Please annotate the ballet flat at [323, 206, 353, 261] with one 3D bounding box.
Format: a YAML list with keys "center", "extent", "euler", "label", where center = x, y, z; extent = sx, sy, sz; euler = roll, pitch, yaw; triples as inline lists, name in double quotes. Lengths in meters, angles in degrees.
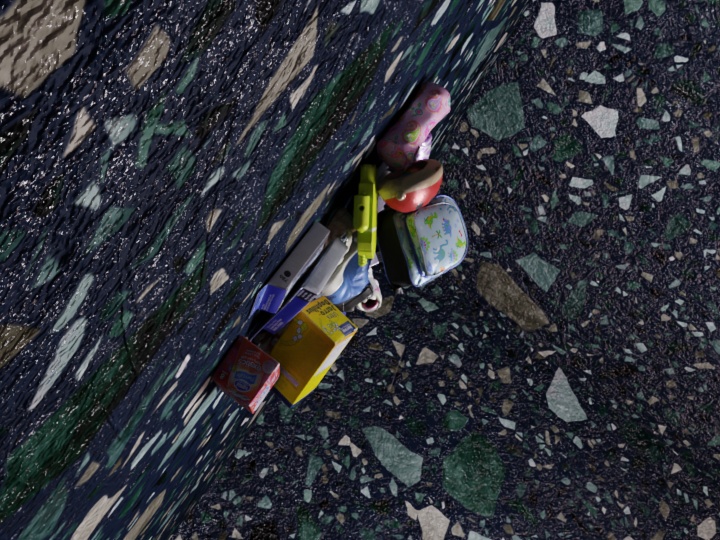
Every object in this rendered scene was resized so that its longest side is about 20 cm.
- center: [-0.061, -0.049, 1.650]
  extent: [0.068, 0.067, 0.201]
  euler: [-51, 174, -41]
  label: "ballet flat"

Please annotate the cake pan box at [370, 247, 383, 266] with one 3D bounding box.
- center: [0.017, -0.035, 1.868]
  extent: [0.182, 0.053, 0.199]
  euler: [-23, -177, -36]
  label: "cake pan box"

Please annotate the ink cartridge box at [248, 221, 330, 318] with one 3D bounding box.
- center: [-0.130, 0.007, 1.428]
  extent: [0.201, 0.039, 0.100]
  euler: [-53, 177, -33]
  label: "ink cartridge box"

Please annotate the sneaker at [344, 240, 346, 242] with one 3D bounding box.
- center: [-0.044, 0.032, 2.052]
  extent: [0.201, 0.139, 0.078]
  euler: [-54, -175, 1]
  label: "sneaker"

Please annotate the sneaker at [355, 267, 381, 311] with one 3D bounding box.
- center: [0.013, 0.066, 1.954]
  extent: [0.080, 0.090, 0.200]
  euler: [-19, 161, 4]
  label: "sneaker"

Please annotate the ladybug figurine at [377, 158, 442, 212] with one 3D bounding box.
- center: [0.106, -0.172, 1.594]
  extent: [0.133, 0.073, 0.200]
  euler: [-10, -161, 25]
  label: "ladybug figurine"

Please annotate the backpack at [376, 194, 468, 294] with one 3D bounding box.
- center: [0.147, -0.071, 1.685]
  extent: [0.198, 0.186, 0.146]
  euler: [-26, -166, -38]
  label: "backpack"

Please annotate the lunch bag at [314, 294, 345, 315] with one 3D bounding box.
- center: [-0.119, 0.128, 1.846]
  extent: [0.172, 0.123, 0.200]
  euler: [-58, -172, 11]
  label: "lunch bag"

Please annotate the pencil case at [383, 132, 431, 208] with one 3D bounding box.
- center: [0.105, -0.226, 1.733]
  extent: [0.082, 0.086, 0.203]
  euler: [-6, 130, -23]
  label: "pencil case"

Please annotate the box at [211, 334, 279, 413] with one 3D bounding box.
- center: [-0.223, 0.208, 1.526]
  extent: [0.100, 0.095, 0.200]
  euler: [-55, 177, -15]
  label: "box"

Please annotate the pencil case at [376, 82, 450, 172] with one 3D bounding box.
- center: [0.112, -0.297, 1.609]
  extent: [0.201, 0.087, 0.088]
  euler: [-55, 178, -25]
  label: "pencil case"

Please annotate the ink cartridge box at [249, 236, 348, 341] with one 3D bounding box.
- center: [-0.122, 0.049, 1.546]
  extent: [0.199, 0.040, 0.201]
  euler: [-42, -169, 49]
  label: "ink cartridge box"

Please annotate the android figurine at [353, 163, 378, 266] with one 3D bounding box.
- center: [0.012, -0.111, 1.564]
  extent: [0.182, 0.040, 0.205]
  euler: [-52, 146, -82]
  label: "android figurine"

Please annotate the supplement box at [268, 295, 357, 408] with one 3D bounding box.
- center: [-0.115, 0.173, 1.654]
  extent: [0.201, 0.109, 0.109]
  euler: [-55, 167, 26]
  label: "supplement box"

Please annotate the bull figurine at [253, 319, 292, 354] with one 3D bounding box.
- center: [-0.178, 0.132, 1.716]
  extent: [0.202, 0.065, 0.121]
  euler: [-56, 176, -3]
  label: "bull figurine"

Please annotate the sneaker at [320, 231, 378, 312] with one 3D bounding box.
- center: [-0.001, 0.000, 1.713]
  extent: [0.076, 0.111, 0.201]
  euler: [11, -120, 54]
  label: "sneaker"

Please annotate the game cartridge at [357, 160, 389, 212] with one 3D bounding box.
- center: [0.057, -0.181, 1.828]
  extent: [0.201, 0.038, 0.131]
  euler: [-54, 135, -36]
  label: "game cartridge"

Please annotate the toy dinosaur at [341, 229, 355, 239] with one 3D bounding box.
- center: [0.023, -0.118, 1.850]
  extent: [0.199, 0.057, 0.103]
  euler: [-4, 88, -62]
  label: "toy dinosaur"
